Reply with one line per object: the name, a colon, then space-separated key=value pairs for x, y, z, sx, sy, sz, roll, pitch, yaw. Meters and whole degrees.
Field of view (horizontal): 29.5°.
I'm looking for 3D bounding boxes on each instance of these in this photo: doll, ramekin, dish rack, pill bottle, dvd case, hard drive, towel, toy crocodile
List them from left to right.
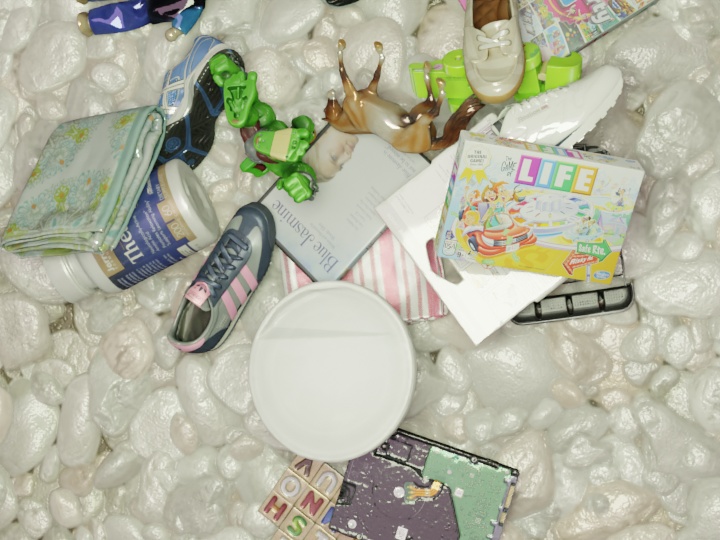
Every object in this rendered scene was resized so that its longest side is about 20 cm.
towel: x=-0.326 y=-0.104 z=1.606 sx=0.169 sy=0.048 sz=0.202 roll=-2 pitch=55 yaw=34
pill bottle: x=-0.278 y=-0.042 z=1.640 sx=0.198 sy=0.111 sz=0.112 roll=-27 pitch=87 yaw=9
doll: x=-0.249 y=-0.344 z=1.662 sx=0.197 sy=0.048 sz=0.139 roll=-8 pitch=91 yaw=9
ramekin: x=-0.023 y=0.115 z=1.579 sx=0.199 sy=0.094 sz=0.206 roll=-1 pitch=86 yaw=15
dvd case: x=-0.022 y=-0.093 z=1.627 sx=0.143 sy=0.018 sz=0.200 roll=43 pitch=93 yaw=16
towel: x=0.000 y=0.000 z=1.638 sx=0.197 sy=0.030 sz=0.149 roll=-10 pitch=89 yaw=9
hard drive: x=0.075 y=0.271 z=1.622 sx=0.197 sy=0.038 sz=0.142 roll=17 pitch=90 yaw=8
toy crocodile: x=0.150 y=-0.221 z=1.536 sx=0.197 sy=0.062 sz=0.068 roll=-2 pitch=131 yaw=21
dish rack: x=0.233 y=-0.043 z=1.589 sx=0.151 sy=0.055 sz=0.203 roll=-8 pitch=88 yaw=8

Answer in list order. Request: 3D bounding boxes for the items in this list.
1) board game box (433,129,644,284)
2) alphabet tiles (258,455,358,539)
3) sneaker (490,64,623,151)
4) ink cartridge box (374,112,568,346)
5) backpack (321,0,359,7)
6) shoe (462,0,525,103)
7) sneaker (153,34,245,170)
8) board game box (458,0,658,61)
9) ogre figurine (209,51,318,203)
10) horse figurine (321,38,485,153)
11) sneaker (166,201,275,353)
board game box: x=0.189 y=-0.066 z=1.463 sx=0.197 sy=0.034 sz=0.136 roll=8 pitch=114 yaw=-8
alphabet tiles: x=-0.019 y=0.313 z=1.658 sx=0.199 sy=0.008 sz=0.168 roll=36 pitch=96 yaw=6
sneaker: x=0.199 y=-0.162 z=1.487 sx=0.200 sy=0.076 sz=0.081 roll=-42 pitch=92 yaw=3
ink cartridge box: x=0.143 y=-0.046 z=1.555 sx=0.175 sy=0.045 sz=0.201 roll=-37 pitch=82 yaw=6
backpack: x=0.003 y=-0.401 z=1.558 sx=0.150 sy=0.177 sz=0.200 roll=44 pitch=107 yaw=9
shoe: x=0.140 y=-0.269 z=1.487 sx=0.069 sy=0.054 sz=0.202 roll=-11 pitch=55 yaw=17
sneaker: x=-0.212 y=-0.193 z=1.656 sx=0.201 sy=0.075 sz=0.077 roll=-54 pitch=47 yaw=14
board game box: x=0.223 y=-0.321 z=1.580 sx=0.199 sy=0.064 sz=0.149 roll=-32 pitch=87 yaw=8
ogre figurine: x=-0.105 y=-0.154 z=1.587 sx=0.199 sy=0.120 sz=0.099 roll=36 pitch=86 yaw=16
horse figurine: x=0.039 y=-0.185 z=1.551 sx=0.198 sy=0.050 sz=0.134 roll=23 pitch=132 yaw=18
sneaker: x=-0.165 y=0.013 z=1.621 sx=0.070 sy=0.082 sz=0.202 roll=30 pitch=106 yaw=21
